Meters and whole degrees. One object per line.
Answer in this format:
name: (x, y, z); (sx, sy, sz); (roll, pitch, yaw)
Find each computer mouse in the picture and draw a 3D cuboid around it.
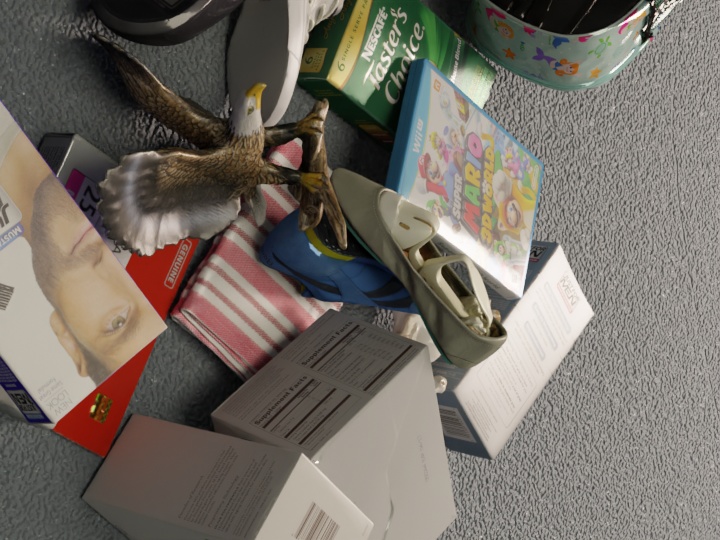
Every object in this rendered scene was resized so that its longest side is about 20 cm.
computer mouse: (-0.116, -0.227, 1.228); (0.200, 0.138, 0.053); (-38, 156, -23)

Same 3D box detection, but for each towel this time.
towel: (-0.069, -0.004, 1.360); (0.146, 0.030, 0.201); (47, 61, -38)

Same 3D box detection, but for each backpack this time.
backpack: (0.193, -0.257, 1.486); (0.200, 0.177, 0.151); (-46, 156, -31)

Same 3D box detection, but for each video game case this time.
video game case: (0.096, -0.079, 1.440); (0.200, 0.018, 0.144); (35, 58, -43)

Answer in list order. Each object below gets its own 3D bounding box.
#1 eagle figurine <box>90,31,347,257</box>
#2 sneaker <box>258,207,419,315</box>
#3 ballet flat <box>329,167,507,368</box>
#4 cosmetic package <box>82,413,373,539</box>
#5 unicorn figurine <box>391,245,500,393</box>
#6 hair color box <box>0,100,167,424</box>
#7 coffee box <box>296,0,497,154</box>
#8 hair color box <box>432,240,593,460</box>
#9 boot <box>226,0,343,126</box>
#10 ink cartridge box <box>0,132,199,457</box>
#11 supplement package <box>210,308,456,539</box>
eagle figurine: (-0.115, -0.095, 1.211); (0.199, 0.152, 0.152); (2, 113, -23)
sneaker: (0.000, 0.000, 1.365); (0.200, 0.078, 0.066); (23, 45, -41)
ballet flat: (0.053, -0.012, 1.316); (0.200, 0.064, 0.067); (55, 30, -8)
cosmetic package: (-0.102, 0.182, 1.223); (0.108, 0.199, 0.085); (48, 61, -36)
unicorn figurine: (0.061, 0.041, 1.456); (0.137, 0.074, 0.201); (-16, 78, -31)
hair color box: (-0.238, -0.005, 1.105); (0.109, 0.065, 0.200); (-42, 106, -24)
coffee box: (0.035, -0.174, 1.430); (0.200, 0.044, 0.123); (35, 70, -43)
hair color box: (0.139, 0.073, 1.560); (0.200, 0.060, 0.099); (-51, 128, -28)
boot: (-0.048, -0.212, 1.320); (0.095, 0.073, 0.201); (3, 98, -50)
ink cartridge box: (-0.204, 0.025, 1.211); (0.173, 0.043, 0.201); (35, 70, -41)
supplement package: (-0.018, 0.166, 1.345); (0.156, 0.111, 0.201); (-41, 135, -35)
